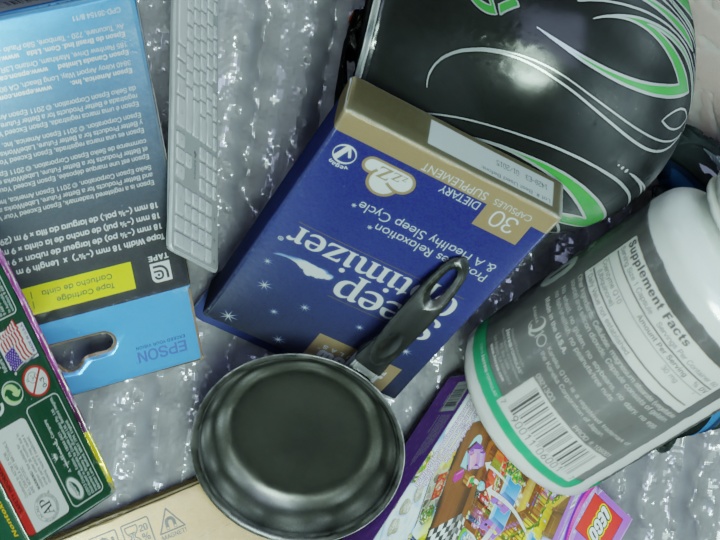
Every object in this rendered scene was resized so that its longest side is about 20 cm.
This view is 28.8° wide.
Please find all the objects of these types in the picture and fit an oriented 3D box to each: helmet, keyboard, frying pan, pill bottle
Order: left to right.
[{"bbox_3d":[-0.089,-0.102,0.752,0.011,0.056,0.201,-4,76,12],"label":"keyboard"},{"bbox_3d":[-0.023,0.060,0.733,0.114,0.031,0.191,15,112,-3],"label":"frying pan"},{"bbox_3d":[0.087,-0.111,0.757,0.190,0.200,0.201,12,84,-6],"label":"helmet"},{"bbox_3d":[0.162,0.028,0.752,0.200,0.113,0.113,-37,102,28],"label":"pill bottle"}]

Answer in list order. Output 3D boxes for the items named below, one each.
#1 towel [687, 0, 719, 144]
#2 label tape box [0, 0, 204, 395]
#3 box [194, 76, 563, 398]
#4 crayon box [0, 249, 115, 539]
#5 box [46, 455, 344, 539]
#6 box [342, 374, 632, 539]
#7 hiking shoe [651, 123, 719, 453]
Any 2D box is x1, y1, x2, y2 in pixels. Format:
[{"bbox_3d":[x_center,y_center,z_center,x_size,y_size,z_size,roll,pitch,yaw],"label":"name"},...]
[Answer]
[{"bbox_3d":[0.232,-0.081,0.799,0.032,0.191,0.200,-36,99,-18],"label":"towel"},{"bbox_3d":[-0.172,-0.037,0.726,0.144,0.063,0.201,-15,110,-18],"label":"label tape box"},{"bbox_3d":[0.000,0.000,0.729,0.121,0.200,0.032,25,45,-15],"label":"box"},{"bbox_3d":[-0.222,0.039,0.656,0.058,0.172,0.201,-31,97,-45],"label":"crayon box"},{"bbox_3d":[-0.059,0.190,0.782,0.199,0.021,0.164,-20,94,-18],"label":"box"},{"bbox_3d":[0.054,0.178,0.787,0.137,0.039,0.200,44,65,-16],"label":"box"},{"bbox_3d":[0.197,0.014,0.826,0.086,0.074,0.201,-23,112,-11],"label":"hiking shoe"}]
